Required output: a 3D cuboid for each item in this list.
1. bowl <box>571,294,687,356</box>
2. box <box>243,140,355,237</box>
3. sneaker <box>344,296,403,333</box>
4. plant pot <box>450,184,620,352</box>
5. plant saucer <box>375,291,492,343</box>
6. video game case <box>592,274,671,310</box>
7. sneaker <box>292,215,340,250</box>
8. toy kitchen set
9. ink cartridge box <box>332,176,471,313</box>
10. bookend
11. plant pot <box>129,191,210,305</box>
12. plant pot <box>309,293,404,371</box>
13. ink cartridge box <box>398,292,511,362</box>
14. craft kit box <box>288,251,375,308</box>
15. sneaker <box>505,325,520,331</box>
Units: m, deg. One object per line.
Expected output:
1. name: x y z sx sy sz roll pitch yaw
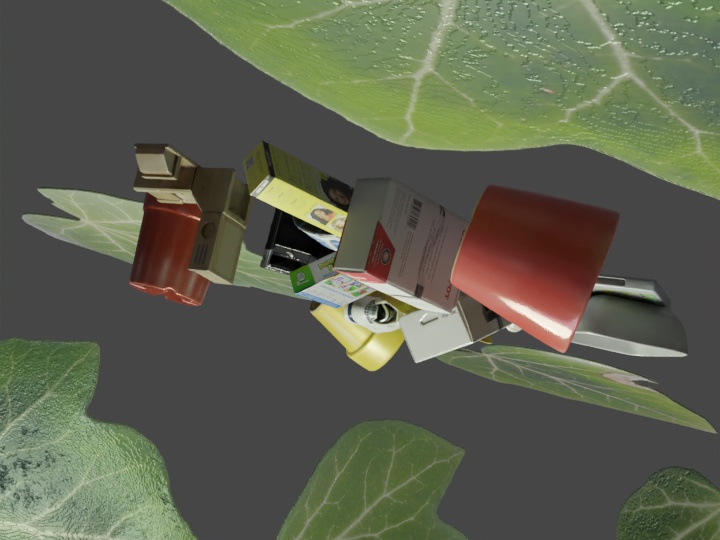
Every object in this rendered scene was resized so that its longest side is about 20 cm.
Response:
1. bowl: 0.433 0.092 1.604 0.196 0.076 0.200 11 172 -9
2. box: -0.079 -0.116 1.410 0.198 0.076 0.050 23 128 -39
3. sneaker: 0.052 0.089 1.891 0.079 0.078 0.199 3 178 36
4. plant pot: 0.223 -0.015 1.252 0.175 0.203 0.201 22 171 11
5. plant saucer: 0.144 0.069 1.854 0.197 0.049 0.200 19 -174 -21
6. video game case: 0.410 0.034 1.571 0.179 0.022 0.199 7 172 26
7. sneaker: -0.011 -0.062 1.533 0.197 0.077 0.077 25 172 12
8. toy kitchen set: -0.313 -0.095 1.579 0.197 0.184 0.163 5 165 26
9. ink cartridge box: 0.068 -0.035 1.436 0.198 0.149 0.082 25 166 -40
10. bookend: -0.079 -0.039 1.777 0.197 0.094 0.199 16 169 -7
11. plant pot: -0.354 -0.046 1.856 0.197 0.199 0.201 15 170 3
12. plant pot: 0.000 0.086 2.087 0.188 0.203 0.200 35 165 -13
13. ink cartridge box: 0.186 0.078 1.643 0.198 0.084 0.146 -19 176 -44
14. craft kit box: 0.000 0.000 1.679 0.195 0.049 0.200 -21 164 15
15. sneaker: 0.323 0.077 1.821 0.072 0.086 0.200 20 167 -16
